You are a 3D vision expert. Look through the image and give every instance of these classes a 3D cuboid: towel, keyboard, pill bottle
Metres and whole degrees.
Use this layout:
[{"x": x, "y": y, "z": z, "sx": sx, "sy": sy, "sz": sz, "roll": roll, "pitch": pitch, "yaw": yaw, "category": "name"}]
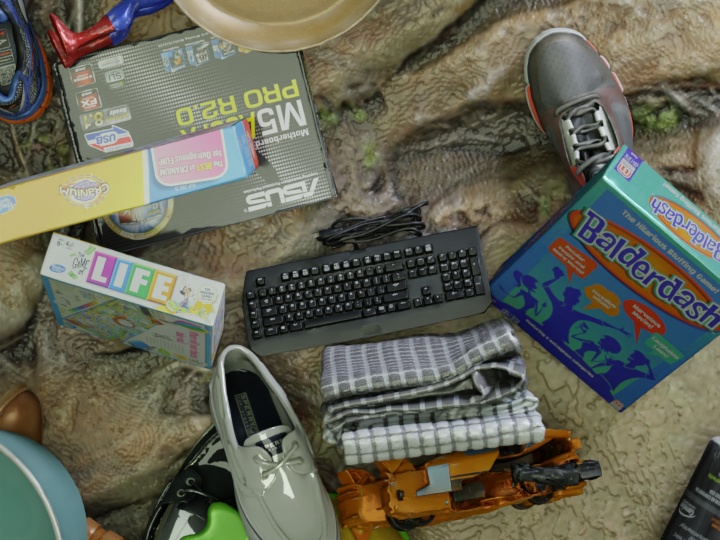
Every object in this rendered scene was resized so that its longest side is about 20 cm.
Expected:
[{"x": 0.050, "y": 0.089, "z": 1.692, "sx": 0.164, "sy": 0.200, "sz": 0.086, "roll": -7, "pitch": 93, "yaw": 0, "category": "towel"}, {"x": 0.000, "y": 0.000, "z": 1.746, "sx": 0.198, "sy": 0.040, "sz": 0.105, "roll": -11, "pitch": 67, "yaw": 1, "category": "keyboard"}, {"x": 0.284, "y": 0.243, "z": 1.748, "sx": 0.106, "sy": 0.106, "sz": 0.201, "roll": 26, "pitch": 94, "yaw": -1, "category": "pill bottle"}]

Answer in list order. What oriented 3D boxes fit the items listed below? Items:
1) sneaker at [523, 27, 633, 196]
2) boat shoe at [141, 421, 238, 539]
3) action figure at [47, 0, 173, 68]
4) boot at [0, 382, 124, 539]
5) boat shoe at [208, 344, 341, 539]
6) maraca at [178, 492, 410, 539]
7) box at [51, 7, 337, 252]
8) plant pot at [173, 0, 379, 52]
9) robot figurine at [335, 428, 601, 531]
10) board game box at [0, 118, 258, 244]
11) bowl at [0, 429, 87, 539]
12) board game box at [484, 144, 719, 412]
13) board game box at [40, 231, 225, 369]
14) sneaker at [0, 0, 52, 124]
[{"x": 0.188, "y": -0.098, "z": 1.733, "sx": 0.077, "sy": 0.082, "sz": 0.201, "roll": -21, "pitch": 94, "yaw": 2, "category": "sneaker"}, {"x": -0.133, "y": 0.203, "z": 1.770, "sx": 0.074, "sy": 0.066, "sz": 0.200, "roll": 35, "pitch": 94, "yaw": -1, "category": "boat shoe"}, {"x": -0.162, "y": -0.246, "z": 1.725, "sx": 0.199, "sy": 0.065, "sz": 0.100, "roll": -24, "pitch": 86, "yaw": -14, "category": "action figure"}, {"x": -0.237, "y": 0.201, "z": 1.746, "sx": 0.154, "sy": 0.074, "sz": 0.202, "roll": 18, "pitch": 110, "yaw": 23, "category": "boot"}, {"x": -0.073, "y": 0.148, "z": 1.708, "sx": 0.073, "sy": 0.066, "sz": 0.201, "roll": -22, "pitch": 58, "yaw": -16, "category": "boat shoe"}, {"x": -0.050, "y": 0.245, "z": 1.745, "sx": 0.198, "sy": 0.107, "sz": 0.139, "roll": 4, "pitch": 89, "yaw": -13, "category": "maraca"}, {"x": -0.132, "y": -0.112, "z": 1.755, "sx": 0.198, "sy": 0.044, "sz": 0.162, "roll": -13, "pitch": 94, "yaw": 2, "category": "box"}, {"x": -0.064, "y": -0.268, "z": 1.679, "sx": 0.198, "sy": 0.028, "sz": 0.202, "roll": -2, "pitch": 110, "yaw": -7, "category": "plant pot"}, {"x": 0.089, "y": 0.164, "z": 1.713, "sx": 0.198, "sy": 0.145, "sz": 0.059, "roll": -7, "pitch": 80, "yaw": -27, "category": "robot figurine"}, {"x": -0.181, "y": -0.069, "z": 1.661, "sx": 0.198, "sy": 0.153, "sz": 0.041, "roll": -15, "pitch": 96, "yaw": 3, "category": "board game box"}, {"x": -0.290, "y": 0.201, "z": 1.673, "sx": 0.199, "sy": 0.105, "sz": 0.203, "roll": 4, "pitch": 102, "yaw": 21, "category": "bowl"}, {"x": 0.203, "y": 0.011, "z": 1.695, "sx": 0.152, "sy": 0.200, "sz": 0.045, "roll": 40, "pitch": 52, "yaw": -2, "category": "board game box"}, {"x": -0.173, "y": 0.027, "z": 1.689, "sx": 0.133, "sy": 0.200, "sz": 0.035, "roll": 17, "pitch": 77, "yaw": -1, "category": "board game box"}, {"x": -0.298, "y": -0.214, "z": 1.732, "sx": 0.075, "sy": 0.078, "sz": 0.201, "roll": -23, "pitch": 94, "yaw": 2, "category": "sneaker"}]
